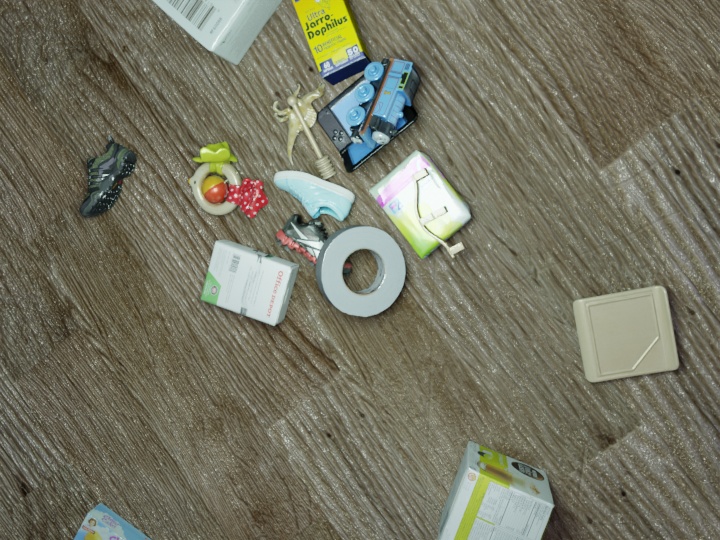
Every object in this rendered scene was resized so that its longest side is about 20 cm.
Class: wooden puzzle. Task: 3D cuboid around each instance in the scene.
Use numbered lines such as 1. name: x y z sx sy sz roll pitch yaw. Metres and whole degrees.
1. wooden puzzle: 0.581 0.140 1.597 0.197 0.037 0.188 -11 93 16

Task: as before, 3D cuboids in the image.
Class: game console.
1. game console: 0.010 -0.344 1.625 0.199 0.116 0.177 -36 88 11

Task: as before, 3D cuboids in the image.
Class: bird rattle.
1. bird rattle: -0.323 -0.203 1.731 0.162 0.113 0.201 -32 101 23

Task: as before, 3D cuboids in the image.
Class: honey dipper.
1. honey dipper: -0.115 -0.306 1.666 0.037 0.038 0.202 -24 105 12

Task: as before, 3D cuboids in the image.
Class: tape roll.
1. tape roll: 0.000 0.000 1.641 0.197 0.066 0.204 -1 95 -15

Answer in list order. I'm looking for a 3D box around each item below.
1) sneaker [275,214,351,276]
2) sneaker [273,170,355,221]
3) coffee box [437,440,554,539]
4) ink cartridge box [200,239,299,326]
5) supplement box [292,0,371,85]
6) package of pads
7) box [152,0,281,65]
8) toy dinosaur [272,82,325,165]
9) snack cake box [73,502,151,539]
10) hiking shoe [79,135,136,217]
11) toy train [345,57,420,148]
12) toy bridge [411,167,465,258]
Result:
1. sneaker: -0.098 -0.063 1.691 0.199 0.071 0.099 31 102 8
2. sneaker: -0.116 -0.168 1.674 0.197 0.074 0.083 17 72 10
3. coffee box: 0.294 0.529 1.597 0.195 0.200 0.203 21 97 8
4. ink cartridge box: -0.260 0.027 1.723 0.197 0.084 0.148 19 98 9
5. supplement box: -0.063 -0.537 1.627 0.107 0.109 0.203 -22 90 12
6. package of pads: 0.140 -0.153 1.640 0.154 0.068 0.201 -39 87 13
7. box: -0.320 -0.616 1.639 0.198 0.171 0.201 41 100 5
8. toy dinosaur: -0.154 -0.355 1.686 0.100 0.058 0.202 28 99 6
9. snack cake box: -0.627 0.708 1.859 0.198 0.067 0.116 32 100 7
10. hiking shoe: -0.638 -0.227 1.791 0.100 0.076 0.201 36 91 15
11. toy train: 0.047 -0.358 1.550 0.113 0.087 0.203 17 80 27
12. toy bridge: 0.159 -0.118 1.590 0.066 0.027 0.202 -26 90 16
